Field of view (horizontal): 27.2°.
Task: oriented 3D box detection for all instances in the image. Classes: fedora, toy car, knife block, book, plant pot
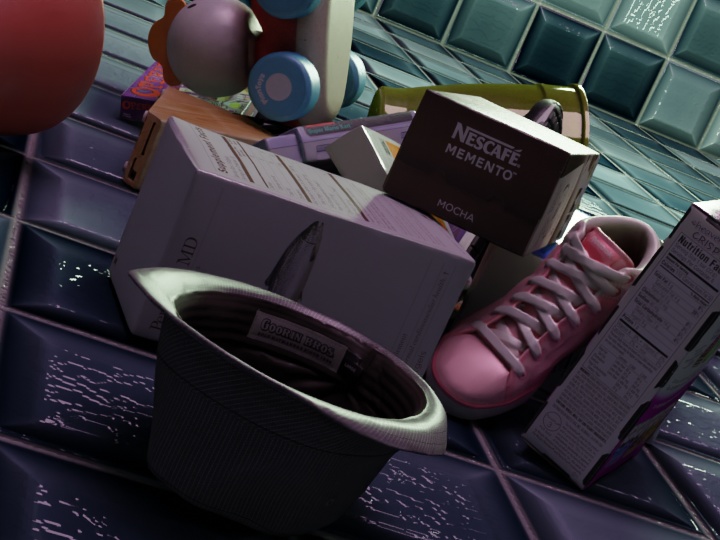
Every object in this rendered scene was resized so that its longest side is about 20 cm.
[{"bbox_3d":[-0.049,0.074,0.758,0.177,0.091,0.200,31,10,18],"label":"fedora"},{"bbox_3d":[-0.110,-0.227,1.392,0.199,0.178,0.184,7,13,15],"label":"toy car"},{"bbox_3d":[-0.106,-0.094,1.303,0.175,0.064,0.200,22,14,-6],"label":"knife block"},{"bbox_3d":[0.039,-0.037,1.165,0.134,0.048,0.200,61,8,8],"label":"book"},{"bbox_3d":[0.097,-0.096,1.431,0.192,0.201,0.200,9,17,-7],"label":"plant pot"},{"bbox_3d":[-0.318,-0.185,1.086,0.200,0.201,0.177,30,27,21],"label":"plant pot"}]

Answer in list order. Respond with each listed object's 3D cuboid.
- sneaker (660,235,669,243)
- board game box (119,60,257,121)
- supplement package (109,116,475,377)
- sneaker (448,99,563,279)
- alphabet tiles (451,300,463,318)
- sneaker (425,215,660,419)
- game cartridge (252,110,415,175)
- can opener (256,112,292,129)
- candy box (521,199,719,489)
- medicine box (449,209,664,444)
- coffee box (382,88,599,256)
[{"bbox_3d":[0.328,-0.017,1.580,0.079,0.130,0.199,12,18,-39],"label":"sneaker"},{"bbox_3d":[-0.157,-0.184,1.498,0.120,0.032,0.200,6,24,6],"label":"board game box"},{"bbox_3d":[-0.048,-0.003,0.977,0.199,0.117,0.117,17,16,-23],"label":"supplement package"},{"bbox_3d":[0.100,-0.081,1.310,0.087,0.200,0.076,28,-16,24],"label":"sneaker"},{"bbox_3d":[0.000,0.000,1.256,0.167,0.008,0.200,31,16,25],"label":"alphabet tiles"},{"bbox_3d":[0.132,0.023,1.042,0.200,0.105,0.075,-26,61,-28],"label":"sneaker"},{"bbox_3d":[-0.037,-0.095,1.244,0.200,0.129,0.039,-14,82,-43],"label":"game cartridge"},{"bbox_3d":[-0.033,-0.123,1.546,0.199,0.079,0.063,16,-26,-21],"label":"can opener"},{"bbox_3d":[0.207,0.047,1.022,0.061,0.200,0.136,41,19,18],"label":"candy box"},{"bbox_3d":[0.194,0.033,1.236,0.182,0.103,0.200,27,19,12],"label":"medicine box"},{"bbox_3d":[0.103,-0.074,1.099,0.113,0.080,0.200,26,11,11],"label":"coffee box"}]
